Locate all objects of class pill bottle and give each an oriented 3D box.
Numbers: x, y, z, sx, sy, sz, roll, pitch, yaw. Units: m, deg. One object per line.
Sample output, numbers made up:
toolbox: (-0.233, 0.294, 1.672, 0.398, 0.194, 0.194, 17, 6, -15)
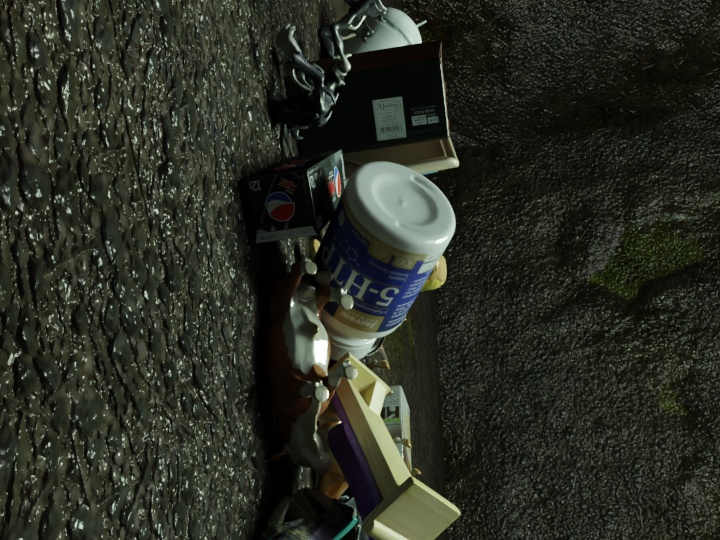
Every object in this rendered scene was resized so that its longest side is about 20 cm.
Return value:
pill bottle: (0.009, 0.000, 0.745, 0.121, 0.117, 0.202, -84, -164, -49)

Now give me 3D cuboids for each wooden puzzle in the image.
wooden puzzle: (0.031, -0.165, 0.956, 0.202, 0.179, 0.038, -96, 175, -56)

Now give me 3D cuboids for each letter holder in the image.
letter holder: (0.017, -0.232, 0.934, 0.143, 0.194, 0.103, -77, 159, -62)

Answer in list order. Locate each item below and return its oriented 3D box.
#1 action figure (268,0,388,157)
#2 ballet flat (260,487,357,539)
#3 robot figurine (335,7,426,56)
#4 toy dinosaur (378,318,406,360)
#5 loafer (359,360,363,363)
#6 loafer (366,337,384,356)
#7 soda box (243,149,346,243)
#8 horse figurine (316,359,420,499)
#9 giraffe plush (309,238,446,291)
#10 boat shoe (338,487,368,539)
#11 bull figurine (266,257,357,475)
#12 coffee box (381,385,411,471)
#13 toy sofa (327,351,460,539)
action figure: (-0.056, -0.236, 0.805, 0.203, 0.101, 0.119, -58, -163, -5)
ballet flat: (-0.050, 0.247, 0.683, 0.200, 0.070, 0.074, 31, 54, -77)
robot figurine: (0.025, -0.339, 1.137, 0.202, 0.168, 0.113, -54, 162, -10)
toy dinosaur: (0.028, 0.072, 1.189, 0.136, 0.084, 0.205, -48, 152, -62)
loafer: (-0.007, 0.158, 0.958, 0.201, 0.066, 0.073, 44, 50, -70)
loafer: (0.028, 0.068, 1.055, 0.071, 0.072, 0.203, 43, -36, 27)
soda box: (-0.063, -0.085, 0.757, 0.200, 0.069, 0.065, -61, 143, -73)
horse figurine: (-0.012, 0.187, 0.829, 0.050, 0.129, 0.206, 1, 71, -82)
giraffe plush: (0.000, 0.000, 0.906, 0.173, 0.200, 0.162, 47, 26, 6)
boat shoe: (-0.014, 0.286, 0.877, 0.067, 0.071, 0.207, 8, 90, -45)
bull figurine: (-0.053, 0.090, 0.676, 0.121, 0.064, 0.206, -34, -120, 51)
coffee box: (0.039, 0.302, 1.111, 0.115, 0.077, 0.205, 69, 18, -57)
toy sofa: (0.006, 0.188, 0.701, 0.083, 0.097, 0.201, 42, 9, -36)
